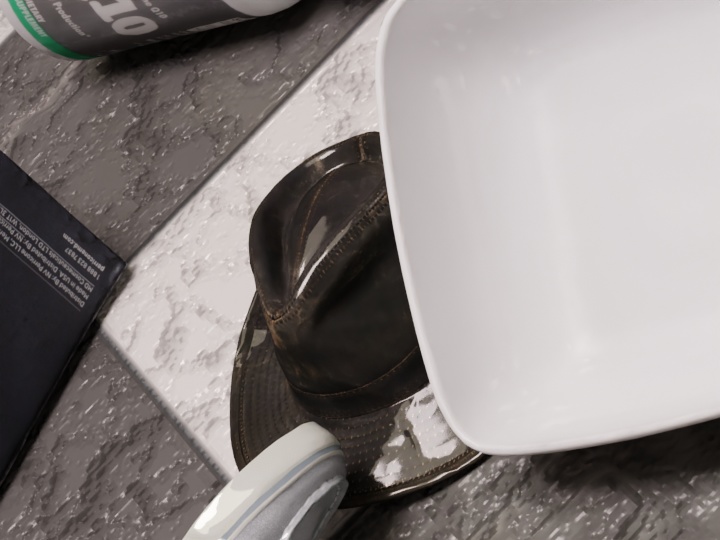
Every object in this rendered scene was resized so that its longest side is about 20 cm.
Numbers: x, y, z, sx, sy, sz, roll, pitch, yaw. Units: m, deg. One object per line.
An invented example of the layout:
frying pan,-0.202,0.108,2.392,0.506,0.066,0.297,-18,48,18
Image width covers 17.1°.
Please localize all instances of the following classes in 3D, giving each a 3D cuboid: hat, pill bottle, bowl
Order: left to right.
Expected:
pill bottle,-0.089,-0.180,1.238,0.200,0.113,0.113,-10,50,36
hat,0.000,0.000,1.024,0.200,0.081,0.201,-23,44,24
bowl,0.109,-0.038,0.916,0.199,0.075,0.201,-17,80,36

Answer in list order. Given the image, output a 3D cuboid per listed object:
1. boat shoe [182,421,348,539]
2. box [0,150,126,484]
boat shoe,-0.054,0.157,0.951,0.071,0.070,0.201,32,82,18
box,-0.256,0.039,1.186,0.200,0.123,0.199,6,61,45
